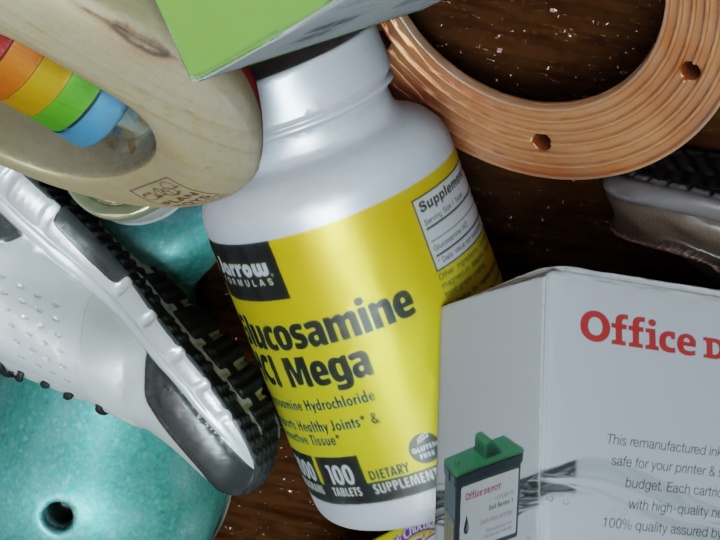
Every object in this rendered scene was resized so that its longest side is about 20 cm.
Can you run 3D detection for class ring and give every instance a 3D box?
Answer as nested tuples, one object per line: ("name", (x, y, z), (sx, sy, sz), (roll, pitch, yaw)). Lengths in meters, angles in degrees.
("ring", (0.066, -0.127, 0.851), (0.200, 0.019, 0.201), (20, 132, 23))

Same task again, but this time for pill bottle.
("pill bottle", (0.000, 0.000, 0.898), (0.112, 0.112, 0.201), (-17, 106, 14))

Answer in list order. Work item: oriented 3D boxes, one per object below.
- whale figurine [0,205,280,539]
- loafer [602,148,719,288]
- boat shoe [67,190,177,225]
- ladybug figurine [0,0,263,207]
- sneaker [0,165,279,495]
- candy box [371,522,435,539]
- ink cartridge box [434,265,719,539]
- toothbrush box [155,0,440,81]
("whale figurine", (-0.115, 0.058, 0.942), (0.159, 0.104, 0.201), (17, 109, 3))
("loafer", (0.192, 0.008, 0.893), (0.199, 0.073, 0.071), (21, 111, 1))
("boat shoe", (-0.120, -0.115, 0.894), (0.074, 0.068, 0.201), (-14, 86, 4))
("ladybug figurine", (-0.116, -0.090, 0.787), (0.200, 0.072, 0.136), (32, 149, -34))
("sneaker", (-0.116, 0.026, 0.882), (0.200, 0.074, 0.080), (45, 97, 11))
("candy box", (0.001, 0.178, 0.945), (0.026, 0.103, 0.200), (22, 139, -38))
("ink cartridge box", (0.108, 0.110, 0.831), (0.146, 0.084, 0.201), (10, 75, -28))
("toothbrush box", (-0.030, -0.186, 0.762), (0.086, 0.145, 0.200), (-23, 92, 40))
